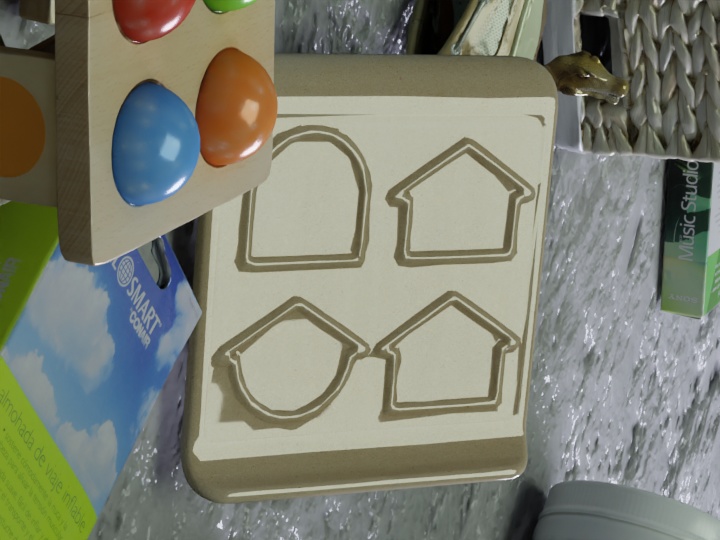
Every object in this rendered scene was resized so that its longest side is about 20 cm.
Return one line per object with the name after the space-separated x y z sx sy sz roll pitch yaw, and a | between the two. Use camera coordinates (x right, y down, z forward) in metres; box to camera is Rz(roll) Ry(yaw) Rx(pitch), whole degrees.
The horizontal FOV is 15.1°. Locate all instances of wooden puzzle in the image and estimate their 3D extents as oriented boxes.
0.000 0.000 1.258 0.185 0.046 0.201 -2 99 -31 | wooden puzzle

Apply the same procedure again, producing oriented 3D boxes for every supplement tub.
0.147 0.241 1.641 0.132 0.132 0.201 49 55 -60 | supplement tub

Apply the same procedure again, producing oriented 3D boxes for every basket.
0.199 -0.167 1.609 0.200 0.123 0.136 -54 146 -45 | basket

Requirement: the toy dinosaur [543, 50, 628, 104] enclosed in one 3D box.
0.028 -0.069 1.333 0.101 0.199 0.058 106 -38 -62 | toy dinosaur

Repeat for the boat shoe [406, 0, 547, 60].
0.066 -0.183 1.388 0.076 0.072 0.201 22 74 -47 | boat shoe

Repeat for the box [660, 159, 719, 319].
0.248 -0.083 1.856 0.144 0.036 0.201 -32 126 -59 | box

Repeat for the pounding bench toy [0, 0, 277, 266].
-0.094 -0.094 0.958 0.200 0.156 0.125 -31 127 -59 | pounding bench toy

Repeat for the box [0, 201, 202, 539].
-0.135 0.059 1.058 0.122 0.048 0.200 68 39 -50 | box
